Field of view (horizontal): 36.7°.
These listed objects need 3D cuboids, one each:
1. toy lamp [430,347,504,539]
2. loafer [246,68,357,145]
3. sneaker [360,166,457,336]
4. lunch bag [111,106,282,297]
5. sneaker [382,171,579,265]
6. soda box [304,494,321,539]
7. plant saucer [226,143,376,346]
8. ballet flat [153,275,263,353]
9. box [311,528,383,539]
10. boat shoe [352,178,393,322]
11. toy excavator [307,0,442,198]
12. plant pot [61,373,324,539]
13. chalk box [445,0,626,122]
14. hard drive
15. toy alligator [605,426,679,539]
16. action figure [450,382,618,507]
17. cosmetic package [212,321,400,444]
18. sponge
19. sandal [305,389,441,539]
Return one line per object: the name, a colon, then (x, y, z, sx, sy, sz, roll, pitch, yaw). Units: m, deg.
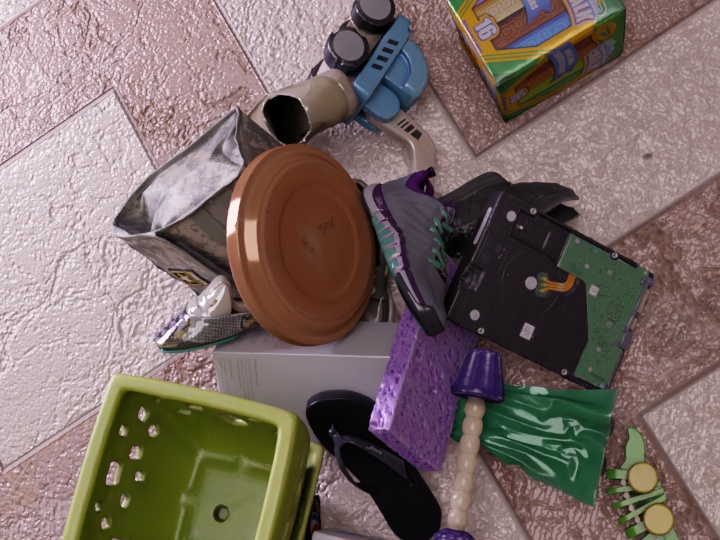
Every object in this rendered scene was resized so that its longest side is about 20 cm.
toy lamp: (0.110, 0.180, 1.089, 0.057, 0.058, 0.204, 6, 79, 14)
loafer: (-0.084, -0.167, 1.195, 0.068, 0.199, 0.077, -26, 93, -37)
sneaker: (0.064, -0.029, 1.074, 0.086, 0.075, 0.202, -25, 49, 5)
lunch bag: (-0.147, -0.048, 1.165, 0.199, 0.164, 0.119, -33, 43, 23)
sneaker: (0.127, -0.042, 1.151, 0.198, 0.060, 0.104, -33, 48, -13)
soda box: (-0.144, 0.277, 1.168, 0.196, 0.071, 0.065, -5, 76, 12)
plant saucer: (-0.050, -0.027, 1.085, 0.032, 0.199, 0.204, -9, 75, 41)
ballet flat: (-0.121, 0.034, 1.134, 0.197, 0.072, 0.073, -10, 76, -9)
box: (0.045, 0.338, 1.096, 0.197, 0.101, 0.115, 9, 80, 15)
boat shoe: (-0.003, 0.000, 1.197, 0.071, 0.060, 0.206, -3, 78, 11)
toy excavator: (0.035, -0.181, 1.206, 0.199, 0.100, 0.196, 34, 66, -5)
plant pot: (-0.148, 0.227, 1.048, 0.197, 0.182, 0.202, 11, 77, 16)
chalk box: (0.210, -0.277, 1.171, 0.198, 0.125, 0.125, -29, 74, 7)
hard drive: (0.192, 0.024, 1.109, 0.198, 0.038, 0.142, 25, 87, -15)
toy alligator: (0.287, 0.258, 1.078, 0.053, 0.059, 0.203, -20, 75, 8)
action figure: (0.161, 0.160, 1.131, 0.197, 0.055, 0.120, 13, 83, 22)
cosmetic package: (-0.048, 0.118, 1.152, 0.196, 0.081, 0.115, 2, 115, 11)
sponge: (0.072, 0.092, 1.108, 0.029, 0.112, 0.203, -1, 59, 36)
sandal: (0.018, 0.202, 1.106, 0.076, 0.043, 0.201, -32, 105, 24)
